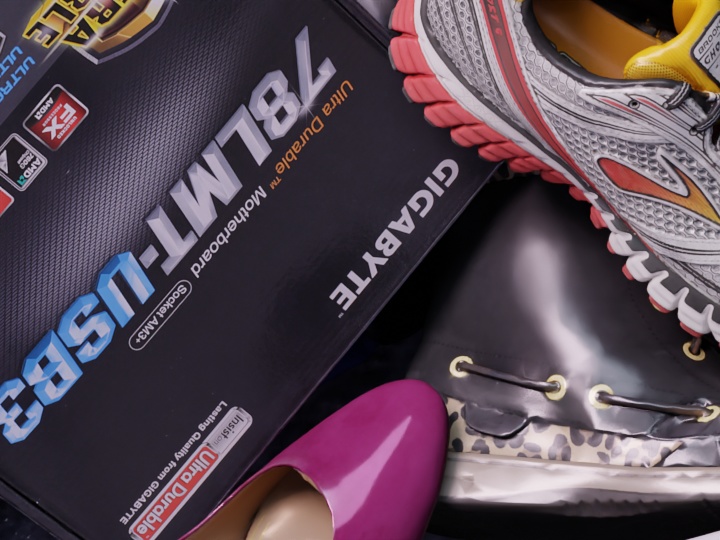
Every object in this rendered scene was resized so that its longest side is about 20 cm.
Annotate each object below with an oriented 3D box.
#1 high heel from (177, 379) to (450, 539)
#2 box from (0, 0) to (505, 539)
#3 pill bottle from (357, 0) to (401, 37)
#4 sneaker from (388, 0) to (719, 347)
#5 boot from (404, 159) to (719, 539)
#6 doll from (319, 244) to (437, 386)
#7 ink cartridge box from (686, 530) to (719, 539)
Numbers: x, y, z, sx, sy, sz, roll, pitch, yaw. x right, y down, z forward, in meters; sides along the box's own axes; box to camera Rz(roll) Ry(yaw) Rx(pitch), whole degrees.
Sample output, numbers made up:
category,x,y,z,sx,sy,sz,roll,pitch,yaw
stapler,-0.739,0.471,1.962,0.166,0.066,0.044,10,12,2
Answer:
category,x,y,z,sx,sy,sz,roll,pitch,yaw
high heel,-0.053,0.101,0.830,0.067,0.096,0.200,31,80,41
box,-0.082,-0.026,0.842,0.200,0.198,0.050,-49,29,-2
pill bottle,0.052,-0.181,0.901,0.200,0.114,0.114,-38,55,-10
sneaker,0.104,-0.042,0.822,0.200,0.082,0.078,32,56,-5
boot,0.107,0.018,0.888,0.199,0.073,0.151,-2,69,19
doll,0.000,0.000,0.959,0.200,0.049,0.137,-31,61,-16
ink cartridge box,0.093,0.153,0.809,0.199,0.068,0.115,-14,52,1
